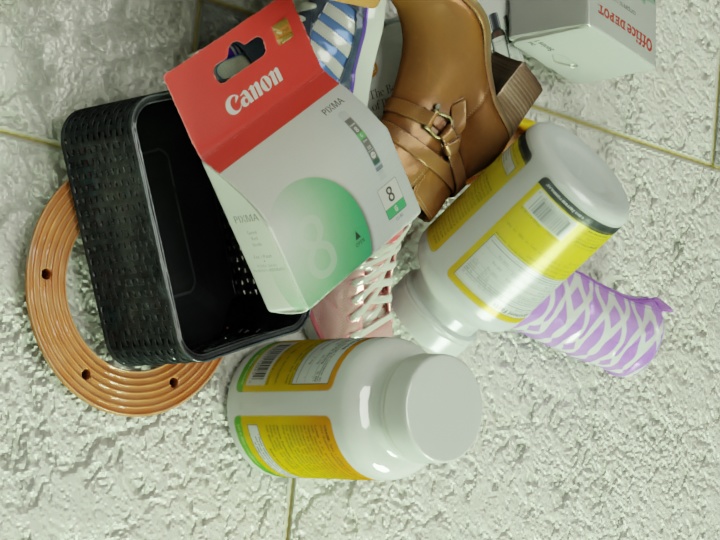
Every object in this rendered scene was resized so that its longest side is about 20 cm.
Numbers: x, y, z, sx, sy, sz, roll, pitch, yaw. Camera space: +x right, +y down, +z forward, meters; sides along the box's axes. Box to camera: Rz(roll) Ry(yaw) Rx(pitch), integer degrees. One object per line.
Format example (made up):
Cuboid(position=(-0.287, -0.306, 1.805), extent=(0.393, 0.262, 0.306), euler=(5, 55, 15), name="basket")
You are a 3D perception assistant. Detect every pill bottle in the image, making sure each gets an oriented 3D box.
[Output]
Cuboid(position=(-0.003, 0.108, 1.703), extent=(0.111, 0.200, 0.111), euler=(3, 85, -42), name="pill bottle")
Cuboid(position=(0.119, -0.021, 1.814), extent=(0.112, 0.200, 0.112), euler=(36, 25, -20), name="pill bottle")

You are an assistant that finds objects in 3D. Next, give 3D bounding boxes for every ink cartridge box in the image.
Cuboid(position=(-0.046, -0.091, 1.635), extent=(0.161, 0.050, 0.200), euler=(-41, 117, -43), name="ink cartridge box")
Cuboid(position=(0.202, -0.286, 1.961), extent=(0.145, 0.084, 0.200), euler=(21, 68, -56), name="ink cartridge box")

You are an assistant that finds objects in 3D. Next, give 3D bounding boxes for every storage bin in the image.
Cuboid(position=(-0.131, -0.037, 1.646), extent=(0.135, 0.094, 0.200), euler=(-17, 97, -42), name="storage bin")

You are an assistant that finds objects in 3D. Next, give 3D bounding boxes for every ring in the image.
Cuboid(position=(-0.176, 0.012, 1.676), extent=(0.200, 0.019, 0.201), euler=(5, 83, -42), name="ring")

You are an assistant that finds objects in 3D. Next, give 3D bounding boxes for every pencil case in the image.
Cuboid(position=(0.189, 0.030, 1.956), extent=(0.200, 0.084, 0.086), euler=(25, 101, -42), name="pencil case")

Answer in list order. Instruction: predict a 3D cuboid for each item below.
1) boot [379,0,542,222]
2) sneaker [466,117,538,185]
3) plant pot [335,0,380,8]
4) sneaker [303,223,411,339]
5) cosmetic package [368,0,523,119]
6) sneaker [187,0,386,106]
Cuboid(position=(0.044, -0.150, 1.785), extent=(0.155, 0.077, 0.200), euler=(-50, 125, -10), name="boot")
Cuboid(position=(0.076, -0.101, 1.872), extent=(0.200, 0.077, 0.073), euler=(-22, 103, -37), name="sneaker")
Cuboid(position=(-0.040, -0.279, 1.639), extent=(0.200, 0.200, 0.140), euler=(7, 100, -41), name="plant pot")
Cuboid(position=(0.000, 0.000, 1.779), extent=(0.075, 0.105, 0.200), euler=(-31, 109, -41), name="sneaker")
Cuboid(position=(0.055, -0.183, 1.876), extent=(0.200, 0.051, 0.083), euler=(-25, 102, -40), name="cosmetic package")
Cuboid(position=(-0.064, -0.189, 1.732), extent=(0.146, 0.081, 0.200), euler=(1, 99, -32), name="sneaker")
